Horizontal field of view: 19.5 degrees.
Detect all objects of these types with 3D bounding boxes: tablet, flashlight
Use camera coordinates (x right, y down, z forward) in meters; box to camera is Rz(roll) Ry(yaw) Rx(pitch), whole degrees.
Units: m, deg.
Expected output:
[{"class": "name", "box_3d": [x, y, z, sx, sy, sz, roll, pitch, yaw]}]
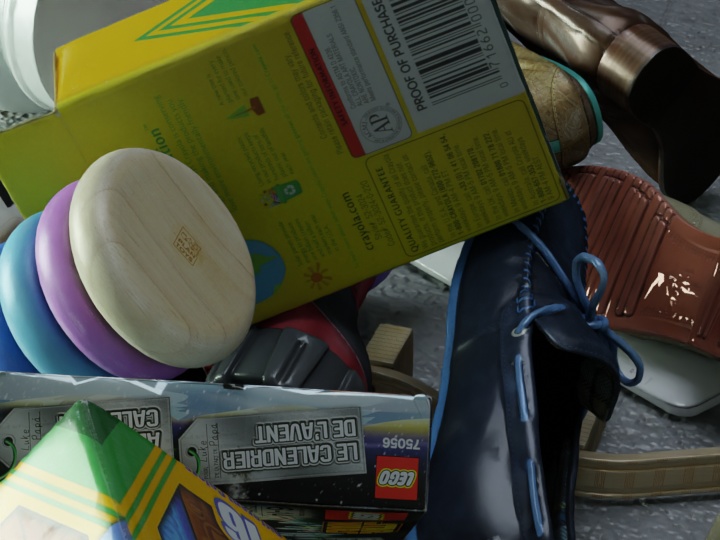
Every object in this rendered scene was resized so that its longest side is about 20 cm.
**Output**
[{"class": "tablet", "box_3d": [0.124, 0.006, 1.021, 0.130, 0.014, 0.200, -20, 37, -37]}, {"class": "flashlight", "box_3d": [0.000, 0.000, 0.904, 0.068, 0.068, 0.200, -1, 40, 32]}]

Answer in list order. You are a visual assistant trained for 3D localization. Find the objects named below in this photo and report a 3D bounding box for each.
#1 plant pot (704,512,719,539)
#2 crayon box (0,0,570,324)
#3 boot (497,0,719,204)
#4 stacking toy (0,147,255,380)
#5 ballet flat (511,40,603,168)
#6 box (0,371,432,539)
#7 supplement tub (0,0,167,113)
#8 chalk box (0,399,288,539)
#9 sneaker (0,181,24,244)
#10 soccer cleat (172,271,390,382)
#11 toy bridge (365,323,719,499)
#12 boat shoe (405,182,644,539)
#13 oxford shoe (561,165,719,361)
[{"class": "plant pot", "box_3d": [0.220, 0.119, 0.653, 0.200, 0.177, 0.200, -7, 30, -17]}, {"class": "crayon box", "box_3d": [-0.033, -0.052, 0.822, 0.200, 0.127, 0.051, -21, 34, 5]}, {"class": "boot", "box_3d": [0.102, -0.130, 1.089, 0.064, 0.186, 0.200, -48, 62, -2]}, {"class": "stacking toy", "box_3d": [-0.137, 0.032, 0.800, 0.200, 0.085, 0.085, -29, 12, 31]}, {"class": "ballet flat", "box_3d": [0.046, -0.091, 1.048, 0.072, 0.068, 0.200, -22, 31, -14]}, {"class": "box", "box_3d": [-0.049, 0.071, 0.732, 0.137, 0.040, 0.200, 3, -11, -1]}, {"class": "supplement tub", "box_3d": [-0.212, -0.172, 1.168, 0.200, 0.145, 0.145, 22, 33, 30]}, {"class": "chalk box", "box_3d": [-0.054, 0.156, 0.557, 0.124, 0.125, 0.200, 39, 10, -31]}, {"class": "sneaker", "box_3d": [-0.203, -0.012, 0.949, 0.112, 0.073, 0.200, 11, 19, 4]}, {"class": "soccer cleat", "box_3d": [-0.059, 0.023, 0.932, 0.200, 0.067, 0.077, -11, 67, -40]}, {"class": "toy bridge", "box_3d": [0.093, 0.068, 0.888, 0.200, 0.027, 0.067, 12, 32, 14]}, {"class": "boat shoe", "box_3d": [0.076, 0.047, 0.829, 0.069, 0.084, 0.200, -13, 51, 32]}, {"class": "oxford shoe", "box_3d": [0.150, 0.007, 0.962, 0.074, 0.071, 0.200, 21, 7, -42]}]
